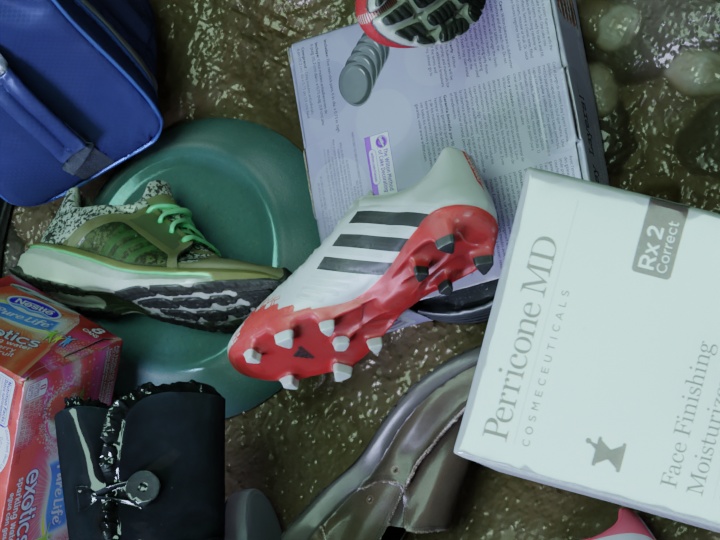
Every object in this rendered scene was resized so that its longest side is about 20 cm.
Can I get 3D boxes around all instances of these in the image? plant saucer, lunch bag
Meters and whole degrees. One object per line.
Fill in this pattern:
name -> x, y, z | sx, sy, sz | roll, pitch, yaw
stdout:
plant saucer -> -0.108, -0.004, 1.816 | 0.199, 0.036, 0.201 | -6, 77, 25
lunch bag -> -0.215, -0.135, 1.805 | 0.135, 0.200, 0.133 | -29, 39, 20

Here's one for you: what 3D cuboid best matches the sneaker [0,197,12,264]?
sneaker -> -0.287, -0.045, 1.871 | 0.076, 0.114, 0.201 | -1, 77, 24

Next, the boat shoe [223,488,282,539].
boat shoe -> -0.092, 0.238, 1.736 | 0.090, 0.071, 0.201 | -9, 78, 21

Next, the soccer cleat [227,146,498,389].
soccer cleat -> 0.000, 0.000, 1.695 | 0.200, 0.069, 0.086 | -34, 43, 28

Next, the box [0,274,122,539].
box -> -0.228, 0.118, 1.774 | 0.099, 0.095, 0.201 | 28, 121, 28

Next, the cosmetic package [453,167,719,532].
cosmetic package -> 0.175, 0.053, 1.563 | 0.199, 0.165, 0.166 | 14, 86, 12

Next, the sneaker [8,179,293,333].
sneaker -> -0.126, -0.017, 1.769 | 0.199, 0.077, 0.089 | 6, 71, 28

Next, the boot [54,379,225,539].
boot -> -0.087, 0.147, 1.671 | 0.199, 0.076, 0.169 | -4, 71, 10

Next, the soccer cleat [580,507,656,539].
soccer cleat -> 0.085, 0.202, 1.649 | 0.199, 0.067, 0.077 | -21, 50, 7

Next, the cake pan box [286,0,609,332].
cake pan box -> 0.058, -0.070, 1.738 | 0.183, 0.052, 0.201 | -18, 72, 25

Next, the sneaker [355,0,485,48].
sneaker -> 0.032, -0.188, 1.725 | 0.085, 0.200, 0.077 | -21, 114, 32

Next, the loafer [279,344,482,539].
loafer -> 0.037, 0.126, 1.703 | 0.071, 0.073, 0.200 | 46, 107, 17
